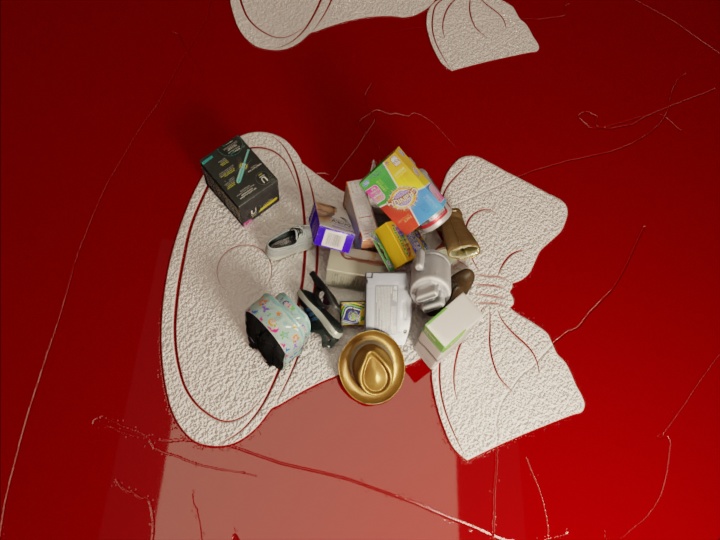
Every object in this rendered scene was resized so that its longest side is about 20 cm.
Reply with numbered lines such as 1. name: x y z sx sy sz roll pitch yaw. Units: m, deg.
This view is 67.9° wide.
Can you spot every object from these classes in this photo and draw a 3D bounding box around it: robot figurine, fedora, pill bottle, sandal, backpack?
1. robot figurine: 0.193 0.022 1.466 0.111 0.171 0.202 -17 35 21
2. fedora: 0.034 0.265 1.423 0.196 0.082 0.206 -1 94 -6
3. pill bottle: 0.168 -0.220 1.539 0.111 0.110 0.201 -45 108 -22
4. sandal: -0.105 0.071 1.500 0.048 0.076 0.201 -39 34 -2
5. backpack: -0.221 0.151 1.416 0.177 0.201 0.150 43 69 13

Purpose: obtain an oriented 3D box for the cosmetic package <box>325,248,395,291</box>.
1. cosmetic package: 0.000 0.000 1.561 0.196 0.104 0.089 10 63 -4

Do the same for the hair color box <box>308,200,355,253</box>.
1. hair color box: -0.086 -0.129 1.555 0.107 0.066 0.201 15 21 -17

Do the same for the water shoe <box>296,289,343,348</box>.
1. water shoe: -0.131 0.134 1.502 0.200 0.071 0.080 46 107 33

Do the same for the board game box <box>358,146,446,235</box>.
1. board game box: 0.115 -0.214 1.466 0.200 0.152 0.041 45 40 -12

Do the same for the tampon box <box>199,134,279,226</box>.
1. tampon box: -0.363 -0.270 1.622 0.149 0.127 0.200 -38 76 -19

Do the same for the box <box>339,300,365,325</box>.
1. box: 0.039 0.119 1.524 0.195 0.070 0.066 -1 91 -7

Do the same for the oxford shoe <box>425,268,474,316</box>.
1. oxford shoe: 0.273 0.056 1.579 0.199 0.085 0.073 -40 74 -22

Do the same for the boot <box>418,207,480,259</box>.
1. boot: 0.250 -0.110 1.601 0.171 0.067 0.202 -12 40 3

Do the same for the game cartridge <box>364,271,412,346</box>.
1. game cartridge: 0.076 0.106 1.472 0.130 0.042 0.205 0 96 -11

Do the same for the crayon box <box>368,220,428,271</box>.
1. crayon box: 0.116 -0.081 1.542 0.199 0.051 0.127 -22 82 -57

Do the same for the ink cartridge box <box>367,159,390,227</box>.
1. ink cartridge box: 0.077 -0.228 1.609 0.066 0.201 0.119 5 64 17

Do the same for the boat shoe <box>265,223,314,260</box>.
1. boat shoe: -0.192 -0.095 1.595 0.198 0.072 0.071 -27 71 -20

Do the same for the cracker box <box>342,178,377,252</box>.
1. cracker box: 0.000 -0.152 1.609 0.056 0.134 0.204 -10 69 -11

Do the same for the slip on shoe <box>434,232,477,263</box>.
1. slip on shoe: 0.266 -0.063 1.645 0.198 0.075 0.061 -31 41 -13

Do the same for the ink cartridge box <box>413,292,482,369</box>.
1. ink cartridge box: 0.235 0.169 1.462 0.145 0.201 0.084 -37 72 -20
